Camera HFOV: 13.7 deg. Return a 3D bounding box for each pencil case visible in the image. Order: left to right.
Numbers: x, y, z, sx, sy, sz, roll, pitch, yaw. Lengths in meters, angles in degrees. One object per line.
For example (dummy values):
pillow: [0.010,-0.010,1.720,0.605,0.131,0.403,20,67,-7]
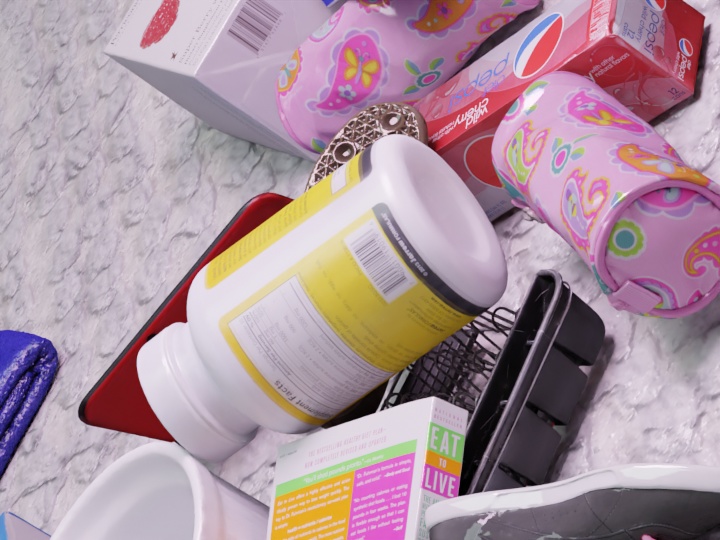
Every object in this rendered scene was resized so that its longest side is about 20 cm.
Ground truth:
pencil case: [0.029,-0.154,1.991,0.200,0.087,0.088,-41,29,33]
pencil case: [0.135,-0.041,1.634,0.088,0.087,0.200,-54,24,7]

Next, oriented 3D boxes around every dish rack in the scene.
dish rack: [0.052,0.082,1.698,0.200,0.055,0.154,-5,55,60]

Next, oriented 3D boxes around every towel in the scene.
towel: [-0.315,0.107,2.356,0.148,0.049,0.200,-63,25,-10]

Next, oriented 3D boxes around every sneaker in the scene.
sneaker: [0.000,0.000,1.792,0.070,0.076,0.200,10,73,20]
sneaker: [0.119,0.153,1.487,0.200,0.071,0.099,-15,68,37]

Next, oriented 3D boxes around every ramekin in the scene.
ramekin: [-0.112,0.208,1.714,0.200,0.098,0.201,-40,34,35]

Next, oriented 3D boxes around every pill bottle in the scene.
pill bottle: [-0.025,0.021,1.678,0.200,0.112,0.112,-35,31,20]

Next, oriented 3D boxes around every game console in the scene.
game console: [-0.093,0.010,1.975,0.200,0.119,0.172,-49,26,16]

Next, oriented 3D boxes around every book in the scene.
book: [-0.004,0.177,1.597,0.134,0.048,0.200,-26,48,51]

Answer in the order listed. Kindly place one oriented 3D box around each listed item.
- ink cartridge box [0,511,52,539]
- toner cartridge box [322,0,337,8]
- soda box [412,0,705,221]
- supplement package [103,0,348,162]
ink cartridge box: [-0.218,0.273,1.860,0.200,0.144,0.084,-51,23,11]
toner cartridge box: [0.015,-0.226,1.966,0.095,0.043,0.200,-38,4,-7]
soda box: [0.112,-0.102,1.785,0.200,0.070,0.064,-33,33,44]
supplement package: [-0.080,-0.167,2.160,0.121,0.120,0.200,-59,24,-5]
